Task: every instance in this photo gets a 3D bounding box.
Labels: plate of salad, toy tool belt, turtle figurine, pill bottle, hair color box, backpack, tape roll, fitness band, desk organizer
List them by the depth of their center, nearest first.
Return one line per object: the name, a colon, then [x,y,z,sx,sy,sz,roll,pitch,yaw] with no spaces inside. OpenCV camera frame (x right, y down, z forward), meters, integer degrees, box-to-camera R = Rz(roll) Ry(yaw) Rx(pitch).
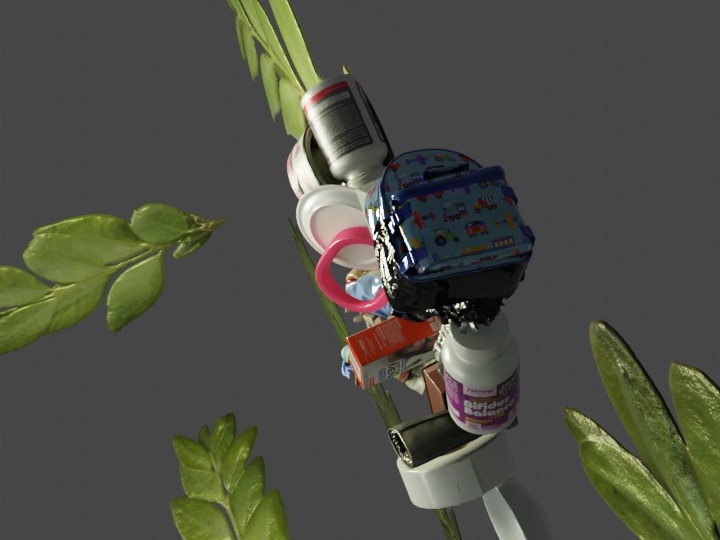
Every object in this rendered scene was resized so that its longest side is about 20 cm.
backpack: [0.098,-0.066,0.958,0.135,0.180,0.202,101,158,-59]
pill bottle: [0.175,0.142,1.156,0.201,0.111,0.113,77,166,-47]
tape roll: [0.165,0.327,1.371,0.202,0.200,0.072,-174,62,-79]
hair color box: [0.080,0.123,1.376,0.064,0.198,0.111,61,169,27]
plate of salad: [-0.016,-0.077,1.378,0.202,0.197,0.048,77,-153,-46]
pill bottle: [-0.018,-0.228,1.390,0.111,0.109,0.202,126,121,-79]
fitness band: [0.000,0.000,1.396,0.143,0.038,0.200,32,140,-5]
toy tool belt: [0.027,0.048,1.521,0.198,0.123,0.126,7,125,39]
desk organizer: [0.180,0.266,1.542,0.077,0.071,0.202,51,162,50]
turtle figurine: [0.066,0.158,1.651,0.192,0.202,0.144,23,171,6]

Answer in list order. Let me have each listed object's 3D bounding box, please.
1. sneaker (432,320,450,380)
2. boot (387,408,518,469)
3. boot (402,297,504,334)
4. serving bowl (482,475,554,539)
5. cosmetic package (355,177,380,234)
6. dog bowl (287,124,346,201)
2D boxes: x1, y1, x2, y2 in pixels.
sneaker: [0.157,0.109,1.288,0.075,0.080,0.202,-120,14,-45]
boot: [0.140,0.246,1.325,0.182,0.198,0.073,-143,31,-71]
boot: [0.133,-0.013,1.091,0.073,0.201,0.162,26,162,-30]
serving bowl: [0.283,0.438,1.376,0.200,0.065,0.202,156,91,-81]
cosmetic package: [0.077,-0.054,1.279,0.202,0.106,0.090,69,170,-21]
dog bowl: [-0.052,-0.171,1.472,0.199,0.073,0.202,33,-139,-33]
